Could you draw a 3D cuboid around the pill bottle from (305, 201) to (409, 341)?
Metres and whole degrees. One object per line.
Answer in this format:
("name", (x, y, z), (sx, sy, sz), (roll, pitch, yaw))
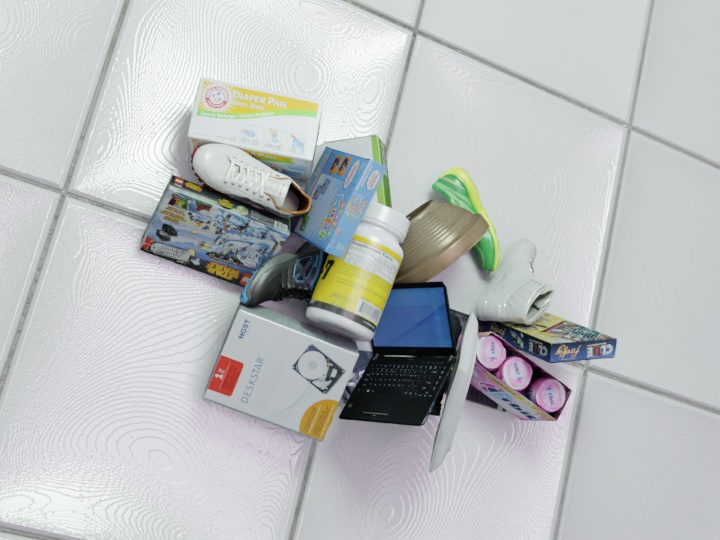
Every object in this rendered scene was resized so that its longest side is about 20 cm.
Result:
("pill bottle", (0.000, 0.000, 1.491), (0.114, 0.114, 0.201), (25, 78, -18))

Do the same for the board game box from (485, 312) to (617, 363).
("board game box", (0.325, 0.114, 1.645), (0.135, 0.200, 0.035), (-2, 101, -24))

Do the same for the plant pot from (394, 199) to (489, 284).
("plant pot", (0.109, -0.053, 1.594), (0.201, 0.201, 0.093), (-40, 97, -23))

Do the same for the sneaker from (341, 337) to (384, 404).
("sneaker", (-0.048, 0.165, 1.566), (0.199, 0.070, 0.109), (5, 79, -25))

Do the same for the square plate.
("square plate", (0.153, 0.190, 1.513), (0.028, 0.198, 0.201), (16, 115, 6))

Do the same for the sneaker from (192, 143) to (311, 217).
("sneaker", (-0.157, -0.140, 1.454), (0.200, 0.085, 0.073), (24, 79, -35))

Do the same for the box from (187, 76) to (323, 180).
("box", (-0.168, -0.225, 1.521), (0.199, 0.113, 0.102), (11, 78, -3))

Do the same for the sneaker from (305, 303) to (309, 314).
("sneaker", (0.009, 0.056, 1.605), (0.199, 0.071, 0.080), (13, 82, -20))

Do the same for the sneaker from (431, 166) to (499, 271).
("sneaker", (0.189, -0.086, 1.714), (0.083, 0.074, 0.201), (-26, 98, 2))

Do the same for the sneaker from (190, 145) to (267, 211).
("sneaker", (-0.190, -0.138, 1.529), (0.200, 0.078, 0.082), (40, 79, -35))

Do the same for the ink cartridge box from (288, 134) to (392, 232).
("ink cartridge box", (-0.053, -0.139, 1.612), (0.199, 0.076, 0.149), (-7, 85, 10))

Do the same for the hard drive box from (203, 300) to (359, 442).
("hard drive box", (-0.123, 0.155, 1.486), (0.199, 0.077, 0.156), (21, 100, -8))

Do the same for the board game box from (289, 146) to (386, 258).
("board game box", (-0.042, -0.110, 1.477), (0.036, 0.200, 0.152), (26, 92, -24))

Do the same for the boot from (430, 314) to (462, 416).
("boot", (0.114, 0.150, 1.561), (0.076, 0.200, 0.169), (11, 85, 12))

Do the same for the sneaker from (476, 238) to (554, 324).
("sneaker", (0.299, 0.024, 1.691), (0.200, 0.115, 0.074), (-54, 137, -35))

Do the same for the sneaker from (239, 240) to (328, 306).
("sneaker", (-0.106, 0.014, 1.502), (0.082, 0.073, 0.200), (48, 44, 10))

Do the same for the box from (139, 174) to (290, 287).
("box", (-0.227, -0.055, 1.488), (0.199, 0.137, 0.040), (21, 37, -20))

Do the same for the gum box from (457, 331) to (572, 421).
("gum box", (0.250, 0.182, 1.650), (0.200, 0.113, 0.066), (36, 71, -15))

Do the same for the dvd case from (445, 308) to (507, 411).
("dvd case", (0.189, 0.155, 1.699), (0.199, 0.016, 0.149), (19, 75, -19))

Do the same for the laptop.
("laptop", (0.048, 0.127, 1.476), (0.103, 0.177, 0.200), (51, 54, -30))
